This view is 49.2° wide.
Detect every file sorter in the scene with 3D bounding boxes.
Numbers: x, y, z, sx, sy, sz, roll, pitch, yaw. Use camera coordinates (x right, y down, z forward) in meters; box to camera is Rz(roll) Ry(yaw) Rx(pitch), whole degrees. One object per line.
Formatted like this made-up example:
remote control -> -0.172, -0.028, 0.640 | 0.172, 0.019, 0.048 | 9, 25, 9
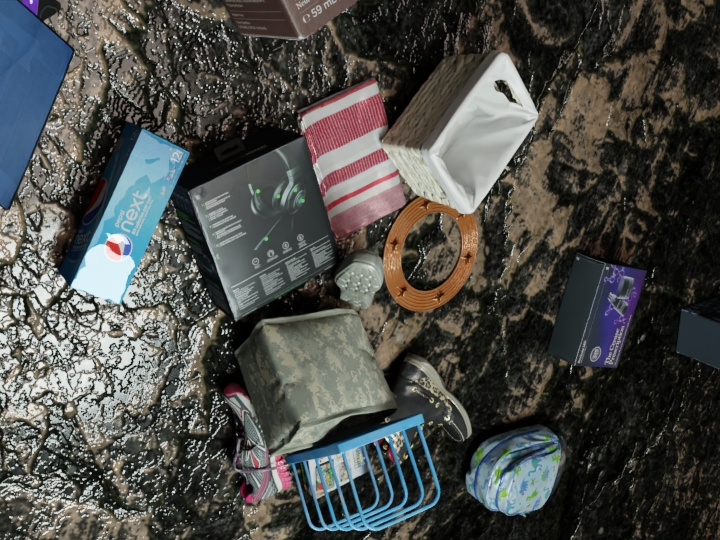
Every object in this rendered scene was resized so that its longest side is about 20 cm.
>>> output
file sorter -> 0.003, 0.294, 1.122 | 0.137, 0.200, 0.125 | -14, 80, -30

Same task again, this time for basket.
basket -> 0.144, -0.206, 1.153 | 0.201, 0.123, 0.136 | -53, 129, -15

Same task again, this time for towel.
towel -> -0.009, -0.157, 1.135 | 0.143, 0.023, 0.203 | -30, 121, -25

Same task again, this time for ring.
ring -> 0.119, -0.029, 1.274 | 0.198, 0.019, 0.204 | -13, 113, -31

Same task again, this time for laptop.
laptop -> -0.405, -0.188, 0.742 | 0.198, 0.116, 0.189 | 16, 118, -37

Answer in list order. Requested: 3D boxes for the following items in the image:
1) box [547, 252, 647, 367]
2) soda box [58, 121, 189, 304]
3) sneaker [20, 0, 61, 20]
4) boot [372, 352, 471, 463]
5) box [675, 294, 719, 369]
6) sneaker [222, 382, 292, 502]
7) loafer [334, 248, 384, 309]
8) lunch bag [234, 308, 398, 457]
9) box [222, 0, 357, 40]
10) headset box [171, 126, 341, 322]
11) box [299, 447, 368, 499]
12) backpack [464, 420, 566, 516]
box -> 0.457, 0.079, 1.520 | 0.139, 0.079, 0.203 | 7, 102, -34
soda box -> -0.284, -0.069, 0.940 | 0.067, 0.064, 0.203 | 24, 91, -38
sneaker -> -0.352, -0.351, 0.795 | 0.099, 0.069, 0.203 | -22, 123, -34
boot -> 0.096, 0.255, 1.307 | 0.151, 0.073, 0.201 | -49, 124, -25
box -> 0.835, 0.136, 1.765 | 0.197, 0.148, 0.109 | -14, 114, -32
sneaker -> -0.158, 0.253, 1.135 | 0.074, 0.080, 0.203 | -25, 118, -18
loafer -> 0.000, 0.000, 1.112 | 0.069, 0.200, 0.071 | 14, 75, -2
lunch bag -> -0.054, 0.150, 1.105 | 0.198, 0.166, 0.118 | -6, 151, -39
box -> -0.090, -0.397, 0.900 | 0.165, 0.163, 0.202 | -40, 125, -17
headset box -> -0.139, -0.070, 1.025 | 0.173, 0.092, 0.203 | -30, 121, -23
box -> -0.049, 0.251, 1.240 | 0.109, 0.035, 0.203 | -20, 117, -29
backpack -> 0.291, 0.377, 1.476 | 0.197, 0.154, 0.166 | 8, 108, -24
